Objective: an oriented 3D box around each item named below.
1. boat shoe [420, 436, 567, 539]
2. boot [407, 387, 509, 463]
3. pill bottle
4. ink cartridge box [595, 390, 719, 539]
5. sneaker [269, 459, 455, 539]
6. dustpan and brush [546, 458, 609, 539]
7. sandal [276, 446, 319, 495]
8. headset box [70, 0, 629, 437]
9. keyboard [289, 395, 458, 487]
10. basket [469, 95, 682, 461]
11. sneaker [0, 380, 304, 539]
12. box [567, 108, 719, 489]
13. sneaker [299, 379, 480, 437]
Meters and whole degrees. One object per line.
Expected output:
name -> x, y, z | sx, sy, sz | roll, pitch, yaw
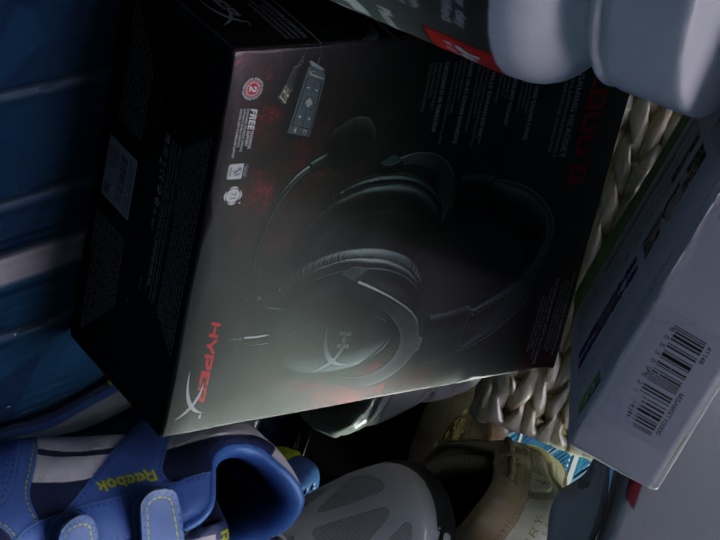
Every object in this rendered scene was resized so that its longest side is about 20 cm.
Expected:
boat shoe -> 0.053, 0.104, 1.062 | 0.072, 0.065, 0.200 | -54, -169, 0
boot -> 0.035, 0.174, 1.230 | 0.201, 0.064, 0.187 | 89, 20, -54
pill bottle -> 0.036, -0.128, 0.730 | 0.114, 0.199, 0.114 | -48, 153, -35
ink cartridge box -> 0.154, 0.054, 0.924 | 0.200, 0.085, 0.149 | -59, 167, -62
sneaker -> -0.057, 0.141, 0.905 | 0.200, 0.076, 0.115 | -40, 154, 9
dustpan and brush -> 0.055, 0.154, 0.924 | 0.140, 0.057, 0.201 | -86, -175, -61
sandal -> -0.048, 0.174, 1.010 | 0.079, 0.087, 0.202 | -13, 122, -59
headset box -> 0.007, -0.035, 0.833 | 0.199, 0.077, 0.150 | -7, 124, -34
keyboard -> 0.014, 0.023, 1.081 | 0.104, 0.039, 0.201 | 14, 100, -48
basket -> 0.160, -0.015, 1.120 | 0.198, 0.160, 0.201 | -70, 179, -73
sneaker -> -0.095, 0.096, 0.827 | 0.200, 0.082, 0.074 | -33, 143, -51
box -> 0.120, -0.021, 0.782 | 0.145, 0.036, 0.200 | -60, -178, 14
sneaker -> 0.000, 0.000, 0.958 | 0.099, 0.078, 0.201 | -34, 138, -24
